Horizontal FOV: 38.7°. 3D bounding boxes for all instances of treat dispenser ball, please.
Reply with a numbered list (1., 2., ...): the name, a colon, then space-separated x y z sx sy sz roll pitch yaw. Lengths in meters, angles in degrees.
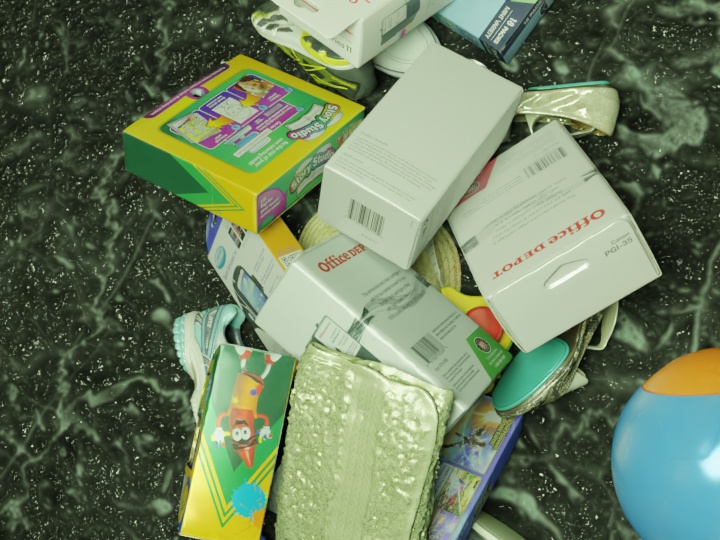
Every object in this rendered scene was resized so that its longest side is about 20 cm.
1. treat dispenser ball: 0.317 0.166 0.875 0.201 0.201 0.201 -3 79 18

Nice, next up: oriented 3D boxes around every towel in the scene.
1. towel: -0.004 0.170 0.876 0.148 0.036 0.200 15 106 23

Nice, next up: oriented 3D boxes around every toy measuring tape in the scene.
1. toy measuring tape: 0.112 0.025 1.036 0.074 0.074 0.200 -15 76 15

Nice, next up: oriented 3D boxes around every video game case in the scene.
1. video game case: 0.037 0.183 0.988 0.181 0.045 0.200 20 47 21

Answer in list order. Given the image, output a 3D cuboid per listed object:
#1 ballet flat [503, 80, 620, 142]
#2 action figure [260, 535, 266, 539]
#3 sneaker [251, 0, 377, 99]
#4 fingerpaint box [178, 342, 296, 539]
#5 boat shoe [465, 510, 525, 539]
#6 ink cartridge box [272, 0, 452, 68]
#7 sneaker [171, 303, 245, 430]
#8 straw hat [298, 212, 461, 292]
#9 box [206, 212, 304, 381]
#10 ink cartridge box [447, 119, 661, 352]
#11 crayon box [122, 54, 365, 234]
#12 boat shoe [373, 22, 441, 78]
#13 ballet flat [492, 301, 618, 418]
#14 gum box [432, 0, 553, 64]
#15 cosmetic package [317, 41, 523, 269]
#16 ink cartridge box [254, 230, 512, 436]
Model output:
1. ballet flat: 0.165 -0.160 1.058 0.200 0.067 0.062 0 90 19
2. action figure: -0.104 0.308 1.069 0.065 0.052 0.200 -38 77 20
3. sneaker: -0.053 -0.246 1.133 0.074 0.085 0.200 -36 45 -11
4. fingerpaint box: -0.121 0.160 0.963 0.073 0.200 0.167 12 81 -8
5. boat shoe: 0.092 0.260 1.001 0.199 0.075 0.066 30 93 21
6. ink cartridge box: -0.003 -0.284 1.038 0.117 0.067 0.200 39 61 21
7. sneaker: -0.137 0.126 1.100 0.086 0.078 0.200 -24 74 9
8. straw hat: 0.000 0.000 1.071 0.201 0.085 0.201 -3 79 18
9. box: -0.098 0.007 1.092 0.200 0.041 0.119 56 144 20
10. ink cartridge box: 0.170 -0.036 0.967 0.146 0.083 0.200 -32 32 10
11. crayon box: -0.120 -0.140 1.090 0.172 0.058 0.200 27 46 20
12. boat shoe: 0.004 -0.280 1.130 0.200 0.067 0.074 39 94 20
13. ballet flat: 0.207 0.068 1.000 0.200 0.075 0.068 -61 29 -1
14. gum box: 0.128 -0.348 1.114 0.200 0.045 0.170 37 94 21
15. cosmetic package: 0.058 -0.113 0.972 0.108 0.085 0.200 32 58 13
16. ink cartridge box: 0.023 0.062 0.943 0.200 0.147 0.083 42 118 10
